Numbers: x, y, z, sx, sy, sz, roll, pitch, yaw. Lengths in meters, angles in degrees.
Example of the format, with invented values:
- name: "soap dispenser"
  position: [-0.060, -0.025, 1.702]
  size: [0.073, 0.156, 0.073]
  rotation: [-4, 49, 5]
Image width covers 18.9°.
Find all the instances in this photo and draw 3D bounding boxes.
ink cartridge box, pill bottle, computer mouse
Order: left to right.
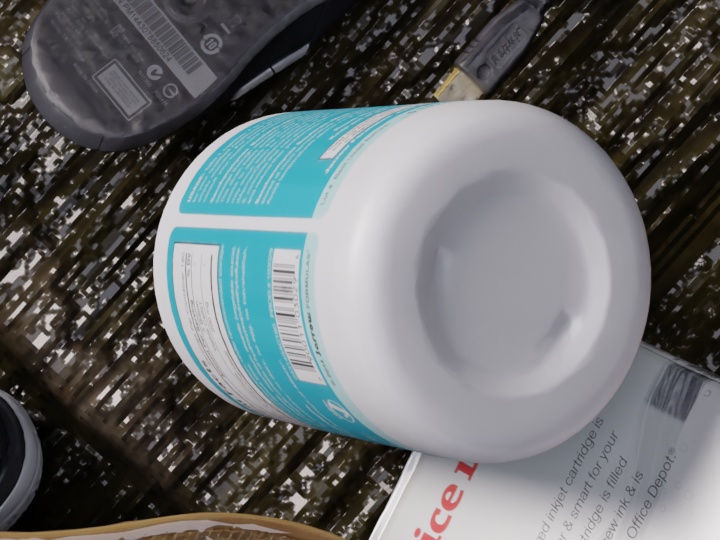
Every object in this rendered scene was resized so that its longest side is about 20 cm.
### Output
- name: "computer mouse"
  position: [-0.019, -0.094, 0.817]
  size: [0.200, 0.046, 0.140]
  rotation: [-44, 80, -10]
- name: "pill bottle"
  position: [0.000, 0.000, 0.729]
  size: [0.111, 0.200, 0.111]
  rotation: [-2, 94, -28]
- name: "ink cartridge box"
  position: [0.109, 0.110, 0.730]
  size: [0.200, 0.083, 0.147]
  rotation: [27, 90, 41]

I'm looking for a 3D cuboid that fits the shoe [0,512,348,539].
- name: "shoe"
  position: [-0.073, 0.120, 0.739]
  size: [0.199, 0.053, 0.070]
  rotation: [5, 66, 2]

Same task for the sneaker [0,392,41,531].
- name: "sneaker"
  position: [-0.219, 0.092, 0.776]
  size: [0.200, 0.114, 0.076]
  rotation: [-31, 67, 1]
